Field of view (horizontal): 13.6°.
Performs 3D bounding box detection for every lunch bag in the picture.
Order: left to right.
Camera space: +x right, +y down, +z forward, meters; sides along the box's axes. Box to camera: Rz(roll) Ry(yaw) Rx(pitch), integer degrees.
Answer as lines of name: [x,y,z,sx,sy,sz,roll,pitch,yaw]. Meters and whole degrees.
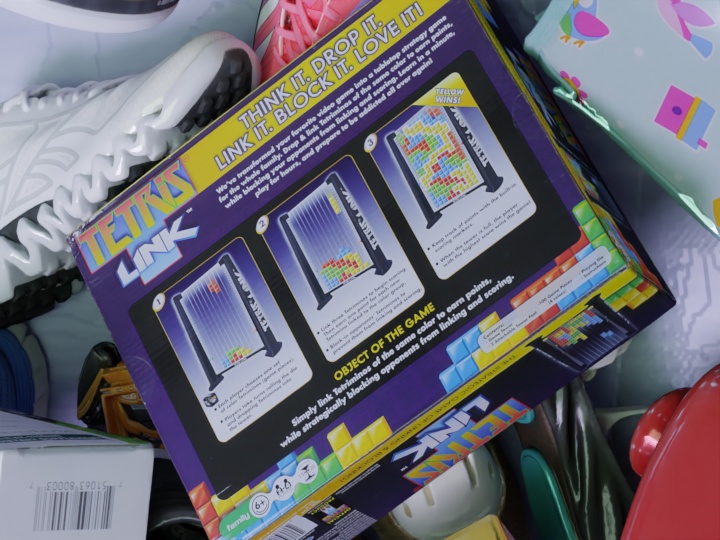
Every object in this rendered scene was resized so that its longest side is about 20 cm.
lunch bag: [0.179,-0.101,1.138,0.170,0.122,0.200,43,110,4]

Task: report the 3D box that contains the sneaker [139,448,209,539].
sneaker: [-0.026,0.152,1.245,0.200,0.099,0.071,34,100,-6]

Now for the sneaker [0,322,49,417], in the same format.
sneaker: [-0.186,0.122,1.364,0.078,0.089,0.201,1,106,22]

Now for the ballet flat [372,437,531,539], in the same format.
ballet flat: [0.019,0.055,1.267,0.068,0.072,0.201,-23,95,-9]

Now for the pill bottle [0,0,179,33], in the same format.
pill bottle: [-0.100,-0.207,1.221,0.112,0.112,0.201,25,113,13]

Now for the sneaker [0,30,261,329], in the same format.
sneaker: [-0.122,-0.051,1.292,0.200,0.075,0.081,-38,75,37]

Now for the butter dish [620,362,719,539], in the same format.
butter dish: [0.168,0.097,1.187,0.148,0.199,0.201,35,117,35]

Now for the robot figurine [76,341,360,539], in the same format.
robot figurine: [-0.055,0.113,1.326,0.144,0.058,0.201,-11,101,19]

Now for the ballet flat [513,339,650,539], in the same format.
ballet flat: [0.086,0.058,1.252,0.068,0.068,0.201,-26,104,-15]

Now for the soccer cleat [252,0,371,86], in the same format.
soccer cleat: [-0.008,-0.123,1.230,0.068,0.073,0.201,27,115,11]

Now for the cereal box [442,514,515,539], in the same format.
cereal box: [0.039,0.197,1.241,0.143,0.040,0.200,-29,134,7]

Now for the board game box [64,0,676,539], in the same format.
board game box: [0.000,0.000,1.188,0.200,0.057,0.166,-36,59,14]

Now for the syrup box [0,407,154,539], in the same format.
syrup box: [-0.178,0.095,1.236,0.199,0.078,0.082,10,95,47]
